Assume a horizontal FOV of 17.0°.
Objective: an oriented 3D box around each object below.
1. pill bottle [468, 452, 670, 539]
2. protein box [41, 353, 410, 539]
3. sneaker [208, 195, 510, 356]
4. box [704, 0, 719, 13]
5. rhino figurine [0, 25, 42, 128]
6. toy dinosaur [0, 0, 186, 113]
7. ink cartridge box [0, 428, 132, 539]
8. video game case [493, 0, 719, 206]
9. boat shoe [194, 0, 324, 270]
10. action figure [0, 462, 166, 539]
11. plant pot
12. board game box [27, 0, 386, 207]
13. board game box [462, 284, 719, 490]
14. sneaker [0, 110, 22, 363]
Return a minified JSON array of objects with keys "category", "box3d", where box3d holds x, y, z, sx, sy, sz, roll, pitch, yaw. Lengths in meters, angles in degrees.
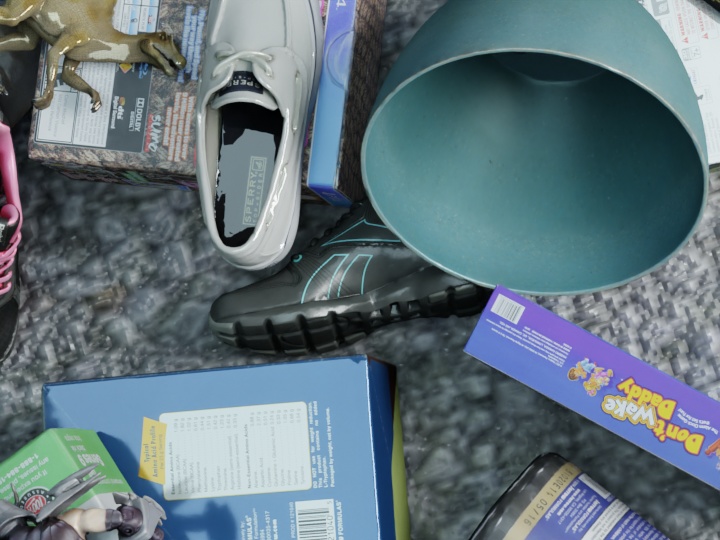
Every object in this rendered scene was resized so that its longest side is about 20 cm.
[{"category":"pill bottle","box3d":[0.157,0.209,1.428,0.200,0.112,0.112,37,91,11]},{"category":"protein box","box3d":[-0.076,0.160,1.459,0.198,0.135,0.200,-5,84,9]},{"category":"sneaker","box3d":[0.000,0.000,1.504,0.198,0.075,0.080,-13,71,0]},{"category":"box","box3d":[0.271,-0.219,1.461,0.200,0.049,0.162,38,78,2]},{"category":"rhino figurine","box3d":[-0.271,-0.084,1.555,0.087,0.060,0.201,27,92,3]},{"category":"toy dinosaur","box3d":[-0.199,-0.160,1.465,0.200,0.058,0.101,38,76,5]},{"category":"ink cartridge box","box3d":[-0.165,0.211,1.356,0.146,0.084,0.201,-36,80,4]},{"category":"video game case","box3d":[0.162,-0.150,1.503,0.180,0.036,0.202,-13,82,8]},{"category":"boat shoe","box3d":[-0.066,-0.102,1.421,0.071,0.066,0.202,6,86,10]},{"category":"action figure","box3d":[-0.138,0.192,1.280,0.130,0.069,0.200,-46,77,7]},{"category":"plant pot","box3d":[0.107,-0.101,1.410,0.198,0.201,0.135,2,49,9]},{"category":"board game box","box3d":[-0.093,-0.132,1.511,0.198,0.097,0.161,7,85,10]},{"category":"board game box","box3d":[0.165,0.079,1.428,0.199,0.134,0.045,28,89,11]},{"category":"sneaker","box3d":[-0.240,-0.023,1.496,0.079,0.095,0.201,-16,116,-28]}]
